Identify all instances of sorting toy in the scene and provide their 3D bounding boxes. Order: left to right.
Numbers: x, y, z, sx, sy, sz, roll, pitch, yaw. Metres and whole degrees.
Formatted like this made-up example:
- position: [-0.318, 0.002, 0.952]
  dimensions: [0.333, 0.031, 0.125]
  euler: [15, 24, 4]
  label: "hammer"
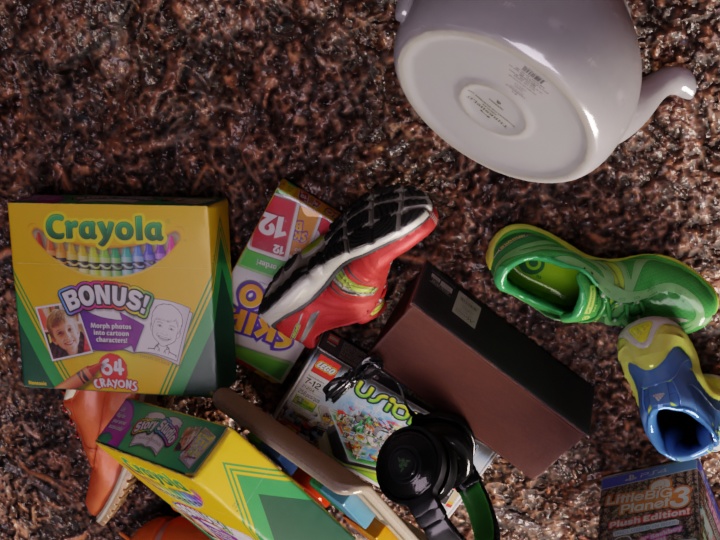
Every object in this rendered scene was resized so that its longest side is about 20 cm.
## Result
- position: [-0.031, 0.191, 1.067]
  dimensions: [0.184, 0.037, 0.200]
  euler: [28, 167, 38]
  label: "sorting toy"

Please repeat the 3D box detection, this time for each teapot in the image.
- position: [0.126, -0.175, 0.880]
  dimensions: [0.195, 0.147, 0.201]
  euler: [17, 155, 34]
  label: "teapot"

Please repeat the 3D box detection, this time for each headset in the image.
- position: [0.047, 0.168, 1.031]
  dimensions: [0.093, 0.123, 0.202]
  euler: [-31, 83, 20]
  label: "headset"

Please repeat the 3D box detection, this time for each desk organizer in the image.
- position: [0.109, 0.092, 1.070]
  dimensions: [0.199, 0.072, 0.077]
  euler: [37, 123, -8]
  label: "desk organizer"

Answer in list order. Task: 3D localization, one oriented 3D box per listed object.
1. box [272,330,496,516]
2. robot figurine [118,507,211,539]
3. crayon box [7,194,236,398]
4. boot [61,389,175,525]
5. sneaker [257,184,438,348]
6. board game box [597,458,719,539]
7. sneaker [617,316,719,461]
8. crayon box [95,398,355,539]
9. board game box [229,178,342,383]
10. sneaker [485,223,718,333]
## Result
- position: [0.023, 0.151, 1.143]
  dimensions: [0.198, 0.035, 0.111]
  euler: [30, 121, -3]
  label: "box"
- position: [-0.161, 0.315, 1.231]
  dimensions: [0.197, 0.117, 0.145]
  euler: [-1, 128, 15]
  label: "robot figurine"
- position: [-0.217, 0.021, 1.091]
  dimensions: [0.197, 0.058, 0.175]
  euler: [1, 104, 14]
  label: "crayon box"
- position: [-0.257, 0.161, 1.201]
  dimensions: [0.106, 0.075, 0.202]
  euler: [23, 113, 4]
  label: "boot"
- position: [0.000, 0.000, 1.027]
  dimensions: [0.085, 0.078, 0.199]
  euler: [40, 126, -22]
  label: "sneaker"
- position: [0.281, 0.299, 1.064]
  dimensions: [0.096, 0.201, 0.161]
  euler: [-16, 113, 22]
  label: "board game box"
- position: [0.271, 0.128, 0.999]
  dimensions: [0.075, 0.106, 0.200]
  euler: [-23, 135, 27]
  label: "sneaker"
- position: [-0.125, 0.197, 1.068]
  dimensions: [0.173, 0.059, 0.199]
  euler: [46, 157, -28]
  label: "crayon box"
- position: [-0.076, 0.020, 1.102]
  dimensions: [0.095, 0.030, 0.201]
  euler: [30, 123, -3]
  label: "board game box"
- position: [0.199, 0.022, 1.000]
  dimensions: [0.197, 0.084, 0.075]
  euler: [13, 120, 6]
  label: "sneaker"
